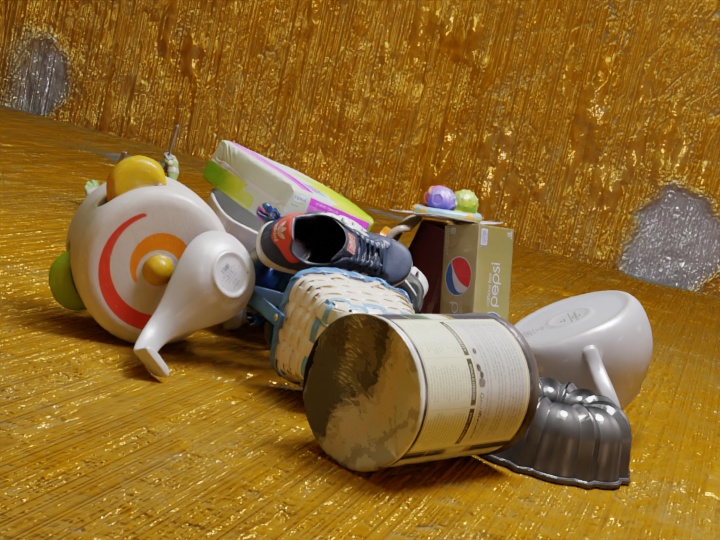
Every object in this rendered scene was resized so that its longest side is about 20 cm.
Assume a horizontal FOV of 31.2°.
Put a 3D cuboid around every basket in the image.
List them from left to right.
[{"bbox_3d":[-0.027,0.068,1.440,0.175,0.141,0.200,14,13,-21],"label":"basket"}]

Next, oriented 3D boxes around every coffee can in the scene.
[{"bbox_3d":[0.062,0.114,1.261,0.145,0.148,0.199,20,11,39],"label":"coffee can"}]

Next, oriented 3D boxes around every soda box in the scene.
[{"bbox_3d":[0.145,0.044,1.638,0.064,0.203,0.067,7,-4,-38],"label":"soda box"}]

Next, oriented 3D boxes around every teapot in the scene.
[{"bbox_3d":[0.279,0.124,1.587,0.196,0.148,0.199,-9,16,46],"label":"teapot"}]

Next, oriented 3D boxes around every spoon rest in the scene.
[{"bbox_3d":[-0.184,0.037,1.406,0.060,0.100,0.200,-12,30,43],"label":"spoon rest"}]

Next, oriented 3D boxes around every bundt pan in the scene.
[{"bbox_3d":[0.207,0.165,1.403,0.200,0.077,0.202,14,9,-2],"label":"bundt pan"}]

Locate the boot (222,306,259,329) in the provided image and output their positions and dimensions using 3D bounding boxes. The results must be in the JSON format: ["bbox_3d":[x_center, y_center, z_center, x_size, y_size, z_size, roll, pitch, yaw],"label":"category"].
[{"bbox_3d":[-0.134,0.037,1.697,0.094,0.074,0.200,5,9,-9],"label":"boot"}]

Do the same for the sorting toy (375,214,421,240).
[{"bbox_3d":[0.005,0.005,1.739,0.036,0.201,0.185,37,10,2],"label":"sorting toy"}]

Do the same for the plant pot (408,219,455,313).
[{"bbox_3d":[0.124,0.032,1.779,0.198,0.181,0.200,13,8,-2],"label":"plant pot"}]

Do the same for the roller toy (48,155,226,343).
[{"bbox_3d":[-0.242,-0.015,1.486,0.181,0.201,0.140,28,2,-23],"label":"roller toy"}]

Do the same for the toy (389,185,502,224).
[{"bbox_3d":[0.120,-0.087,1.718,0.114,0.048,0.200,8,0,16],"label":"toy"}]

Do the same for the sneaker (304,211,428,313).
[{"bbox_3d":[0.000,0.000,1.557,0.199,0.067,0.091,33,28,-18],"label":"sneaker"}]

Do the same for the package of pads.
[{"bbox_3d":[-0.092,-0.092,1.673,0.154,0.069,0.200,22,9,-42],"label":"package of pads"}]

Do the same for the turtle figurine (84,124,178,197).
[{"bbox_3d":[-0.405,-0.176,2.330,0.192,0.145,0.201,-2,-45,35],"label":"turtle figurine"}]

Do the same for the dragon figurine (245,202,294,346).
[{"bbox_3d":[-0.099,0.016,1.544,0.098,0.201,0.059,-22,34,1],"label":"dragon figurine"}]

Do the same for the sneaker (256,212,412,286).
[{"bbox_3d":[-0.015,-0.022,1.465,0.198,0.076,0.084,6,-17,-29],"label":"sneaker"}]

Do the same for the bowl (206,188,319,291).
[{"bbox_3d":[-0.115,-0.022,1.671,0.198,0.075,0.200,24,10,-17],"label":"bowl"}]
